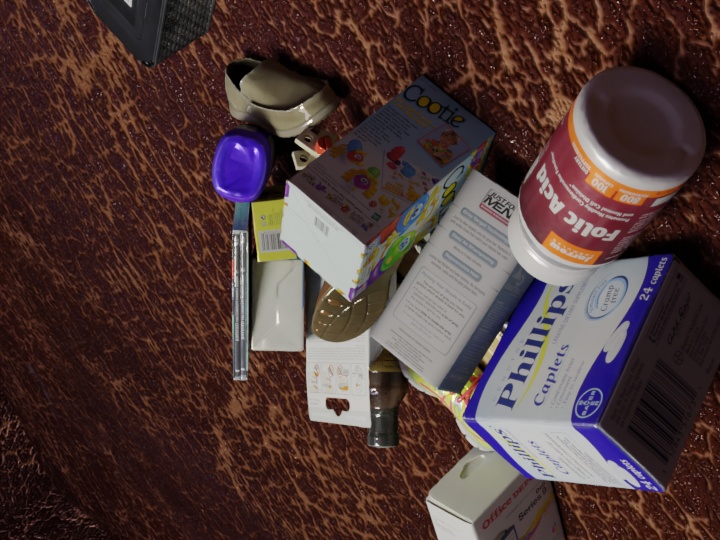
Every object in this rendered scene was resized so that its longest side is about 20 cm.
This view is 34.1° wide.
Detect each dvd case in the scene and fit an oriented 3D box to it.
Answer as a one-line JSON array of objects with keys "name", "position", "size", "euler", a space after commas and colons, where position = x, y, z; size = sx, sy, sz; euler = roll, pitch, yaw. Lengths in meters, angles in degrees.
[{"name": "dvd case", "position": [-0.146, 0.012, 1.449], "size": [0.146, 0.022, 0.202], "euler": [-97, 10, -64]}]

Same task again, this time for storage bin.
[{"name": "storage bin", "position": [-0.245, -0.354, 1.376], "size": [0.135, 0.094, 0.200], "euler": [46, 151, 9]}]

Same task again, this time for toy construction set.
[{"name": "toy construction set", "position": [-0.023, -0.091, 1.356], "size": [0.131, 0.092, 0.200], "euler": [52, 165, 16]}]

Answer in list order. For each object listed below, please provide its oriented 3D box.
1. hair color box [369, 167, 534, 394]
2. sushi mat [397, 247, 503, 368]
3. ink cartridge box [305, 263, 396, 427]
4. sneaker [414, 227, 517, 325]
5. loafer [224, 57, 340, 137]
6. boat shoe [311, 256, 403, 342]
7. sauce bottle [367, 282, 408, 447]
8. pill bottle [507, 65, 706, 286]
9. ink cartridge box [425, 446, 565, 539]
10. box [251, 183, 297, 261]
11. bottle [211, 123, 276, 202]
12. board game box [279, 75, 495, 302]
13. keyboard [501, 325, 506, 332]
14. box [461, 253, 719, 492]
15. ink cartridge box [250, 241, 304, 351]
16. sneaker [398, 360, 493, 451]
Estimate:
[{"name": "hair color box", "position": [0.107, 0.012, 1.177], "size": [0.099, 0.201, 0.060], "euler": [36, -171, 30]}, {"name": "sushi mat", "position": [0.097, 0.027, 1.392], "size": [0.200, 0.012, 0.096], "euler": [49, 159, 7]}, {"name": "ink cartridge box", "position": [-0.011, 0.083, 1.416], "size": [0.162, 0.050, 0.202], "euler": [-6, 86, 60]}, {"name": "sneaker", "position": [0.121, -0.004, 1.272], "size": [0.200, 0.077, 0.089], "euler": [45, 172, 6]}, {"name": "loafer", "position": [-0.101, -0.205, 1.355], "size": [0.199, 0.076, 0.069], "euler": [15, 142, 49]}, {"name": "boat shoe", "position": [0.000, 0.000, 1.304], "size": [0.071, 0.068, 0.201], "euler": [15, 131, -14]}, {"name": "sauce bottle", "position": [0.029, 0.115, 1.447], "size": [0.064, 0.064, 0.202], "euler": [2, 89, 55]}, {"name": "pill bottle", "position": [0.204, -0.073, 1.017], "size": [0.114, 0.114, 0.200], "euler": [45, 151, 11]}, {"name": "ink cartridge box", "position": [0.176, 0.326, 1.492], "size": [0.087, 0.145, 0.201], "euler": [18, 138, 44]}, {"name": "box", "position": [-0.106, -0.061, 1.442], "size": [0.200, 0.050, 0.076], "euler": [-118, 22, -79]}, {"name": "bottle", "position": [-0.137, -0.134, 1.412], "size": [0.065, 0.084, 0.200], "euler": [13, -169, -3]}, {"name": "board game box", "position": [0.027, -0.083, 1.175], "size": [0.105, 0.200, 0.103], "euler": [40, 150, 17]}, {"name": "keyboard", "position": [0.122, 0.009, 1.345], "size": [0.200, 0.011, 0.056], "euler": [46, 152, 10]}, {"name": "box", "position": [0.220, 0.095, 1.099], "size": [0.105, 0.185, 0.199], "euler": [39, 157, -21]}, {"name": "ink cartridge box", "position": [-0.105, 0.026, 1.507], "size": [0.200, 0.066, 0.118], "euler": [-107, 18, -80]}, {"name": "sneaker", "position": [0.127, 0.138, 1.409], "size": [0.200, 0.078, 0.090], "euler": [46, 166, -13]}]
